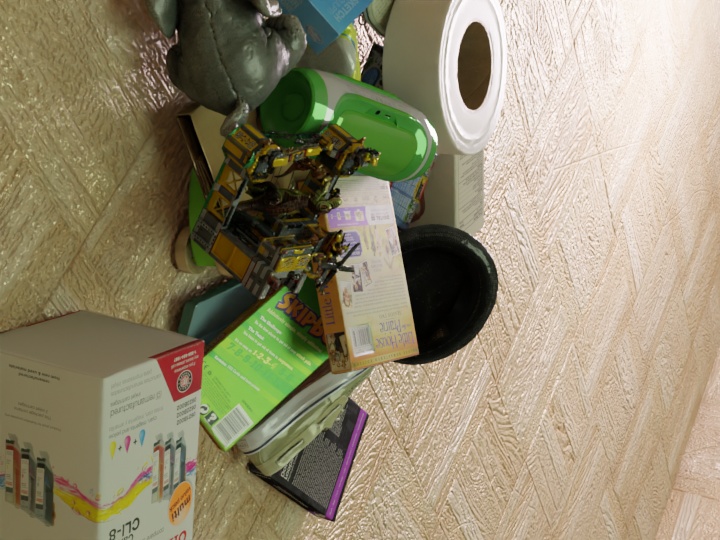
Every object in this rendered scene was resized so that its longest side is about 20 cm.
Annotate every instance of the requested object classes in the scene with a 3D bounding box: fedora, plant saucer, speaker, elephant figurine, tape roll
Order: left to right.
[{"bbox_3d":[-0.137,-0.251,1.300,0.141,0.155,0.201,-39,134,-26],"label":"elephant figurine"},{"bbox_3d":[-0.130,0.035,1.518,0.200,0.019,0.070,-27,141,-57],"label":"plant saucer"},{"bbox_3d":[-0.009,-0.146,1.469,0.200,0.088,0.089,13,88,-50],"label":"speaker"},{"bbox_3d":[0.072,0.016,1.807,0.092,0.200,0.201,-101,-175,-61],"label":"fedora"},{"bbox_3d":[0.098,-0.231,1.627,0.202,0.071,0.203,-19,111,-61],"label":"tape roll"}]

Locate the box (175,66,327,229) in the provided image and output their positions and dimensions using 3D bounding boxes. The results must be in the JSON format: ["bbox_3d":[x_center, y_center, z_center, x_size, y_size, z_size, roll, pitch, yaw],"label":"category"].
[{"bbox_3d":[-0.098,-0.114,1.438,0.200,0.021,0.164,-43,121,-52],"label":"box"}]

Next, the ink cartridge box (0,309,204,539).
[{"bbox_3d":[-0.234,0.155,1.236,0.145,0.144,0.201,-21,119,-60],"label":"ink cartridge box"}]

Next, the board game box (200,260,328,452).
[{"bbox_3d":[-0.095,0.084,1.493,0.200,0.030,0.096,-41,113,-15],"label":"board game box"}]

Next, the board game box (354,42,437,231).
[{"bbox_3d":[0.024,-0.152,1.678,0.200,0.062,0.201,3,110,-63],"label":"board game box"}]

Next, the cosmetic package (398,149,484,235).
[{"bbox_3d":[0.102,-0.139,1.849,0.103,0.087,0.201,-39,132,-56],"label":"cosmetic package"}]

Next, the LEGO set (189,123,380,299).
[{"bbox_3d":[-0.050,-0.051,1.326,0.200,0.116,0.154,3,123,-59],"label":"LEGO set"}]

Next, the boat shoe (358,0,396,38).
[{"bbox_3d":[0.028,-0.304,1.640,0.200,0.062,0.075,-35,139,-71],"label":"boat shoe"}]

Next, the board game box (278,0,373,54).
[{"bbox_3d":[-0.036,-0.330,1.462,0.153,0.040,0.200,47,47,-10],"label":"board game box"}]

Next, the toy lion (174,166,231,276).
[{"bbox_3d":[-0.110,-0.097,1.488,0.200,0.068,0.193,-11,102,-61],"label":"toy lion"}]

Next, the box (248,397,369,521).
[{"bbox_3d":[-0.058,0.202,1.725,0.200,0.036,0.143,51,54,-59],"label":"box"}]

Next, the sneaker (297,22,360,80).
[{"bbox_3d":[-0.025,-0.256,1.549,0.105,0.075,0.201,-32,118,-62],"label":"sneaker"}]

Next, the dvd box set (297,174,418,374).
[{"bbox_3d":[0.000,0.000,1.513,0.146,0.029,0.201,-9,89,-59],"label":"dvd box set"}]

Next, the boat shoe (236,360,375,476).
[{"bbox_3d":[-0.052,0.149,1.619,0.200,0.072,0.062,-37,109,-19],"label":"boat shoe"}]
